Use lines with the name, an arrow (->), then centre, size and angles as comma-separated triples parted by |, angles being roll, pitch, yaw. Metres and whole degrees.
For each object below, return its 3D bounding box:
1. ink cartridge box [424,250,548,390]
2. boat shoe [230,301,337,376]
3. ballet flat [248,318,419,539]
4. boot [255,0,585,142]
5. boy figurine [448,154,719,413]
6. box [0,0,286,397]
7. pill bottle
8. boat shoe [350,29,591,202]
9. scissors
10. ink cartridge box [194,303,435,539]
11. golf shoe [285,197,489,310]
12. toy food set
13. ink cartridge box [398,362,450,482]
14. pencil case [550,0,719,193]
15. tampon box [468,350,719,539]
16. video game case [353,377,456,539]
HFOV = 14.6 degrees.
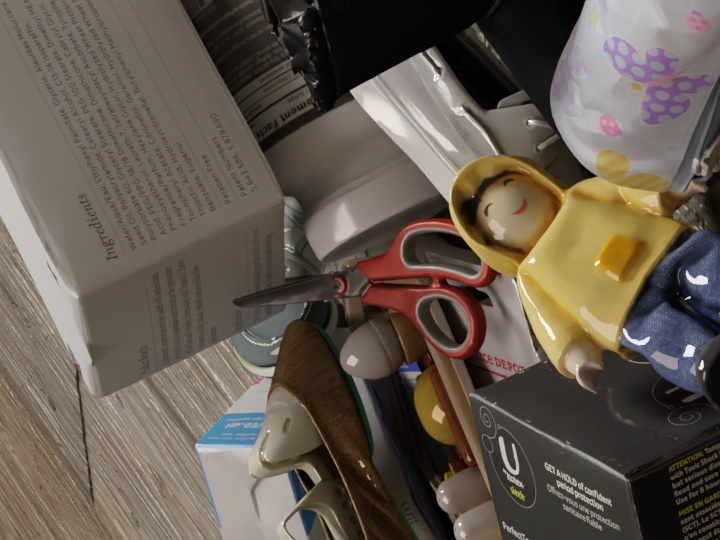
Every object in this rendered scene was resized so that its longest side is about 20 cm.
ink cartridge box -> 0.113, 0.075, 1.519 | 0.116, 0.068, 0.200 | 17, 129, 64
boat shoe -> -0.068, 0.004, 1.812 | 0.062, 0.073, 0.200 | 55, -176, -26
ballet flat -> -0.019, 0.124, 1.580 | 0.200, 0.072, 0.068 | 66, 153, 11
boot -> 0.042, -0.121, 1.346 | 0.073, 0.162, 0.198 | 16, 127, 65
boy figurine -> 0.124, -0.006, 1.346 | 0.200, 0.124, 0.064 | 33, 179, 40
box -> -0.141, -0.061, 1.595 | 0.200, 0.131, 0.199 | 61, 170, 15
pill bottle -> -0.026, -0.113, 1.584 | 0.200, 0.116, 0.116 | 63, 159, 6
boat shoe -> 0.078, -0.069, 1.459 | 0.200, 0.072, 0.069 | 48, 124, 24
scissors -> 0.000, 0.000, 1.511 | 0.200, 0.014, 0.073 | 12, 107, 45
ink cartridge box -> -0.017, 0.111, 1.782 | 0.068, 0.200, 0.115 | -2, 116, 29
golf shoe -> 0.006, -0.025, 1.666 | 0.200, 0.078, 0.097 | 8, 90, 47
toy food set -> 0.037, 0.101, 1.561 | 0.144, 0.060, 0.200 | 86, 164, -70
ink cartridge box -> 0.083, 0.115, 1.676 | 0.200, 0.042, 0.119 | 66, 159, -7
pencil case -> 0.142, -0.115, 1.223 | 0.200, 0.083, 0.091 | 107, 148, -58
tampon box -> 0.161, 0.143, 1.395 | 0.150, 0.126, 0.200 | 27, 136, 58
video game case -> 0.043, 0.158, 1.717 | 0.200, 0.018, 0.143 | 60, -175, -36
